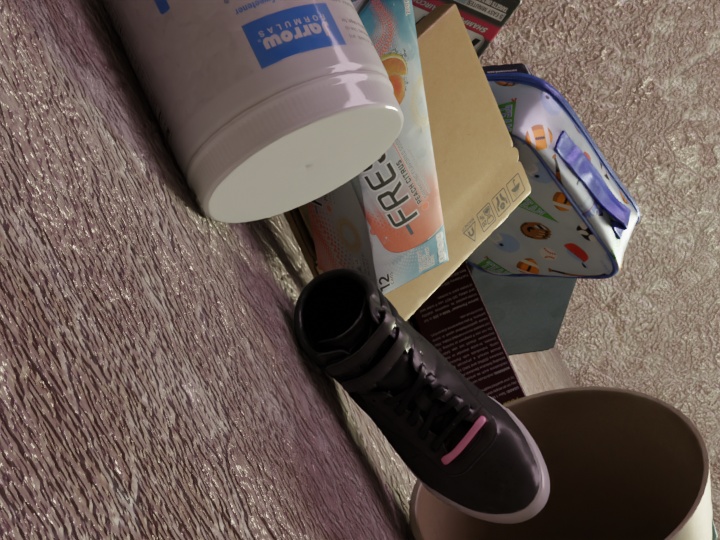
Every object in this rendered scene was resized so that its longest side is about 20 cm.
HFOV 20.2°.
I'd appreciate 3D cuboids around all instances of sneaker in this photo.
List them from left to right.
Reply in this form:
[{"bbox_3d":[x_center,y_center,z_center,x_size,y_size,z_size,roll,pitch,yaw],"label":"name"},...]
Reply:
[{"bbox_3d":[0.028,0.075,1.217,0.200,0.071,0.099,44,2,29],"label":"sneaker"}]

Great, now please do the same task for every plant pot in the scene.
[{"bbox_3d":[0.145,0.210,1.281,0.188,0.186,0.201,-107,179,-59],"label":"plant pot"}]

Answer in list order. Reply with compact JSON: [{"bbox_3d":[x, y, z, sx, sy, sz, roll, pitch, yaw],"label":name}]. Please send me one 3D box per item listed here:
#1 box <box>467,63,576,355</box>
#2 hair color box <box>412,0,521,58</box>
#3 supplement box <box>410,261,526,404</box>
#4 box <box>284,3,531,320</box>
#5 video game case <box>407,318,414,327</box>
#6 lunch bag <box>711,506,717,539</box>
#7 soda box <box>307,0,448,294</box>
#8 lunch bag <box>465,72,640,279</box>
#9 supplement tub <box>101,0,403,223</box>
[{"bbox_3d":[0.119,-0.054,1.903,0.200,0.123,0.197,103,-28,-45],"label":"box"},{"bbox_3d":[0.017,-0.153,1.472,0.099,0.200,0.061,19,33,-32],"label":"hair color box"},{"bbox_3d":[0.082,0.064,1.664,0.109,0.061,0.201,78,-12,-69],"label":"supplement box"},{"bbox_3d":[0.030,-0.064,1.393,0.021,0.200,0.164,8,-47,45],"label":"box"},{"bbox_3d":[0.000,0.000,1.574,0.201,0.023,0.182,65,8,29],"label":"video game case"},{"bbox_3d":[0.206,0.200,1.683,0.200,0.170,0.122,20,50,-80],"label":"lunch bag"},{"bbox_3d":[0.001,-0.088,1.276,0.068,0.063,0.201,24,-47,47],"label":"soda box"},{"bbox_3d":[0.124,-0.069,1.564,0.200,0.160,0.076,48,54,-38],"label":"lunch bag"},{"bbox_3d":[-0.072,-0.144,1.159,0.201,0.132,0.132,63,7,16],"label":"supplement tub"}]
